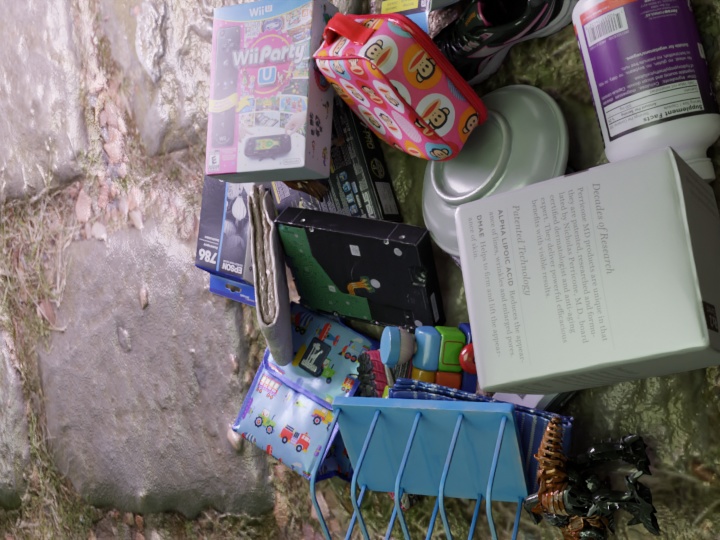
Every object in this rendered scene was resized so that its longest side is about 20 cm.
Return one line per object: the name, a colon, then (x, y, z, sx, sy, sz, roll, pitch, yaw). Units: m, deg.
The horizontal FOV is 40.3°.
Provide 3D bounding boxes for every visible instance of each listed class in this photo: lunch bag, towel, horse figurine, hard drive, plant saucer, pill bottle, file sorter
lunch bag: (0.028, -0.204, 1.037, 0.082, 0.176, 0.200, -49, 26, -5)
towel: (-0.110, 0.006, 1.220, 0.034, 0.133, 0.203, -8, 63, 1)
horse figurine: (-0.077, -0.187, 1.195, 0.131, 0.050, 0.204, 4, 91, 34)
lunch bag: (-0.053, 0.145, 1.251, 0.149, 0.094, 0.203, 23, 95, 35)
hard drive: (0.000, 0.000, 1.168, 0.197, 0.038, 0.141, 9, 132, 31)
towel: (0.124, 0.191, 1.059, 0.197, 0.024, 0.146, 11, 129, 14)
plant saucer: (0.129, -0.114, 1.051, 0.199, 0.050, 0.203, -27, 51, 39)
pill bottle: (0.278, -0.176, 0.943, 0.111, 0.112, 0.203, -16, 85, 37)
file sorter: (0.062, 0.226, 1.019, 0.197, 0.123, 0.140, 0, 128, 22)

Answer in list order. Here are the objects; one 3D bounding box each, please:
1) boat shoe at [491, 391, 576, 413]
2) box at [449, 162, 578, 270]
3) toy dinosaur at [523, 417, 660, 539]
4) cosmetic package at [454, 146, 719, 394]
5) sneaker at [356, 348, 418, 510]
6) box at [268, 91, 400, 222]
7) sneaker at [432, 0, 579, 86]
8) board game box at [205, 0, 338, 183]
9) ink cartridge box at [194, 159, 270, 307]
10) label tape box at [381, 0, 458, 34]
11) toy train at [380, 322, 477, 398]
boat shoe: (0.207, 0.108, 1.055, 0.201, 0.056, 0.069, -53, 54, 25)
box: (0.204, -0.010, 1.014, 0.161, 0.043, 0.200, -52, 52, 16)
toy dinosaur: (0.225, 0.223, 0.990, 0.134, 0.200, 0.104, -13, 61, 19)
cosmetic package: (0.213, 0.012, 0.866, 0.198, 0.164, 0.168, -15, 75, 29)
sneaker: (0.050, 0.190, 1.174, 0.081, 0.074, 0.203, -151, 53, -67)
box: (-0.046, -0.129, 1.234, 0.160, 0.049, 0.203, -24, 78, 35)
sneaker: (0.133, -0.267, 1.063, 0.199, 0.086, 0.081, -31, 74, 35)
board game box: (-0.105, -0.210, 1.149, 0.146, 0.064, 0.204, -1, 83, 30)
ink cartridge box: (-0.177, -0.056, 1.346, 0.098, 0.039, 0.203, 13, 102, 35)
label tape box: (0.078, -0.337, 1.075, 0.143, 0.065, 0.204, -154, 65, -68)
toy train: (0.074, 0.160, 1.111, 0.114, 0.085, 0.204, 5, 99, -8)
